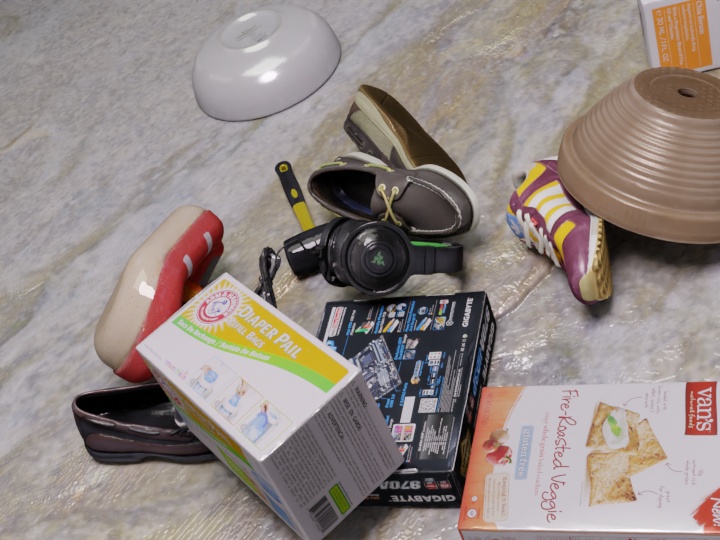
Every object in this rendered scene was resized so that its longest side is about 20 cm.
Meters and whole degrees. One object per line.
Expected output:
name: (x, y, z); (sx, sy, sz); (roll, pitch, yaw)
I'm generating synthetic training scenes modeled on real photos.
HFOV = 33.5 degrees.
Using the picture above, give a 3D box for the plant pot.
plant pot: (0.280, -0.117, 1.069); (0.197, 0.094, 0.202); (3, 36, -3)

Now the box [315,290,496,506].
box: (0.026, 0.107, 1.028); (0.156, 0.046, 0.202); (-5, 43, 21)

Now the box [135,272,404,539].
box: (-0.076, 0.105, 0.957); (0.101, 0.113, 0.199); (-40, 40, -17)

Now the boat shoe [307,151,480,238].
boat shoe: (0.029, -0.069, 1.172); (0.060, 0.073, 0.200); (-20, 26, -38)

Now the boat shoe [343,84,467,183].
boat shoe: (0.046, -0.111, 1.247); (0.065, 0.072, 0.201); (-56, 47, 29)

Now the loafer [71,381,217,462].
loafer: (-0.169, 0.129, 1.080); (0.197, 0.063, 0.073); (-10, 42, 15)

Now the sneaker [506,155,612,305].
sneaker: (0.179, -0.034, 1.095); (0.089, 0.076, 0.201); (-8, 33, 13)

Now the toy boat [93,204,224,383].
toy boat: (-0.166, 0.036, 1.149); (0.130, 0.131, 0.201); (31, 31, -1)

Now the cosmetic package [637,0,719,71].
cosmetic package: (0.390, -0.276, 1.237); (0.197, 0.102, 0.072); (-13, 41, 13)

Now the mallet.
mallet: (-0.072, -0.059, 1.268); (0.065, 0.042, 0.200); (-25, 36, -9)

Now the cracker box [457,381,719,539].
cracker box: (0.181, 0.153, 0.897); (0.197, 0.058, 0.135); (-4, 44, 20)

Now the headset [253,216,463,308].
headset: (0.000, 0.000, 1.100); (0.197, 0.096, 0.123); (1, 4, -24)

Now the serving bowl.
serving bowl: (-0.127, -0.276, 1.504); (0.197, 0.066, 0.202); (-12, 42, 11)
